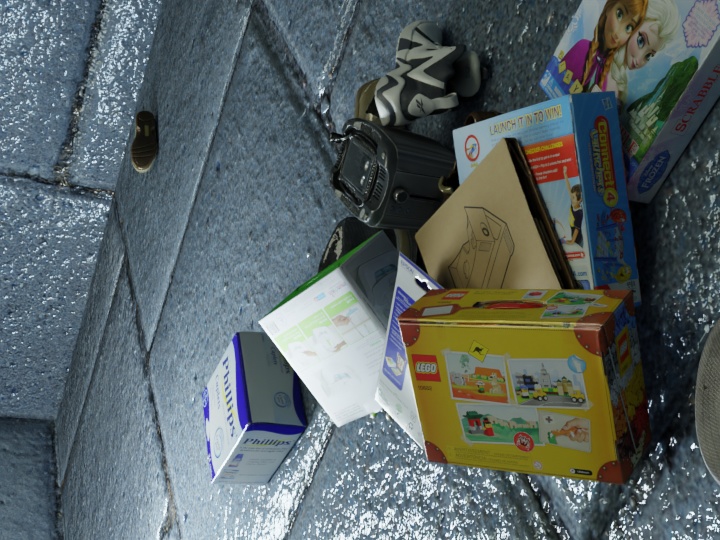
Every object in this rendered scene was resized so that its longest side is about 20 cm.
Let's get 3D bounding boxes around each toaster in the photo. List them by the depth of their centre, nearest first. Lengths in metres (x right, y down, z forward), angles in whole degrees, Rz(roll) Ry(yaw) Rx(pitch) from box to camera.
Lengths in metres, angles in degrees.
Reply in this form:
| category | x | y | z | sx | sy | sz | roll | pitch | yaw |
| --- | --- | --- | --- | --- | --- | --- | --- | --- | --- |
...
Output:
| category | x | y | z | sx | sy | sz | roll | pitch | yaw |
| --- | --- | --- | --- | --- | --- | --- | --- | --- | --- |
| toaster | 0.045 | -0.121 | 1.290 | 0.200 | 0.128 | 0.115 | 46 | 123 | 58 |

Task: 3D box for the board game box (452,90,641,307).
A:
| category | x | y | z | sx | sy | sz | roll | pitch | yaw |
| --- | --- | --- | --- | --- | --- | --- | --- | --- | --- |
| board game box | 0.176 | -0.058 | 0.989 | 0.199 | 0.055 | 0.198 | -4 | 94 | 63 |

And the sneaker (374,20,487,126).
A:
| category | x | y | z | sx | sy | sz | roll | pitch | yaw |
| --- | --- | --- | --- | --- | --- | --- | --- | --- | --- |
| sneaker | 0.106 | -0.257 | 1.279 | 0.200 | 0.128 | 0.080 | -59 | -39 | -48 |

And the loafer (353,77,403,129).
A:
| category | x | y | z | sx | sy | sz | roll | pitch | yaw |
| --- | --- | --- | --- | --- | --- | --- | --- | --- | --- |
| loafer | 0.023 | -0.187 | 1.418 | 0.067 | 0.075 | 0.202 | 135 | 137 | -61 |

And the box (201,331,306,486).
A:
| category | x | y | z | sx | sy | sz | roll | pitch | yaw |
| --- | --- | --- | --- | --- | --- | --- | --- | --- | --- |
| box | -0.184 | 0.233 | 1.702 | 0.201 | 0.104 | 0.185 | -57 | 36 | 41 |

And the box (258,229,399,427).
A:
| category | x | y | z | sx | sy | sz | roll | pitch | yaw |
| --- | --- | --- | --- | --- | --- | --- | --- | --- | --- |
| box | -0.002 | 0.079 | 1.244 | 0.177 | 0.097 | 0.200 | 52 | 139 | -4 |

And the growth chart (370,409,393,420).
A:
| category | x | y | z | sx | sy | sz | roll | pitch | yaw |
| --- | --- | --- | --- | --- | --- | --- | --- | --- | --- |
| growth chart | 0.018 | 0.131 | 1.405 | 0.200 | 0.018 | 0.147 | -155 | 74 | -65 |

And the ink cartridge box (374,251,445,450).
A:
| category | x | y | z | sx | sy | sz | roll | pitch | yaw |
| --- | --- | --- | --- | --- | --- | --- | --- | --- | --- |
| ink cartridge box | 0.068 | 0.084 | 1.079 | 0.099 | 0.039 | 0.202 | 43 | 137 | 41 |

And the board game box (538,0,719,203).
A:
| category | x | y | z | sx | sy | sz | roll | pitch | yaw |
| --- | --- | --- | --- | --- | --- | --- | --- | --- | --- |
| board game box | 0.264 | -0.204 | 0.951 | 0.201 | 0.041 | 0.201 | -65 | 31 | 33 |

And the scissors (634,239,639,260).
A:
| category | x | y | z | sx | sy | sz | roll | pitch | yaw |
| --- | --- | --- | --- | --- | --- | --- | --- | --- | --- |
| scissors | 0.223 | -0.046 | 1.024 | 0.074 | 0.014 | 0.201 | -66 | 30 | 31 |

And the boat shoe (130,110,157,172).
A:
| category | x | y | z | sx | sy | sz | roll | pitch | yaw |
| --- | --- | --- | --- | --- | --- | --- | --- | --- | --- |
| boat shoe | -0.599 | -0.345 | 2.816 | 0.076 | 0.071 | 0.202 | 110 | 163 | -56 |

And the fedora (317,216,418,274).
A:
| category | x | y | z | sx | sy | sz | roll | pitch | yaw |
| --- | --- | --- | --- | --- | --- | --- | --- | --- | --- |
| fedora | 0.000 | 0.000 | 1.366 | 0.200 | 0.091 | 0.203 | -42 | 40 | 48 |

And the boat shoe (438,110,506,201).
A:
| category | x | y | z | sx | sy | sz | roll | pitch | yaw |
| --- | --- | --- | --- | --- | --- | --- | --- | --- | --- |
| boat shoe | 0.121 | -0.091 | 1.183 | 0.075 | 0.074 | 0.204 | 46 | 124 | 59 |

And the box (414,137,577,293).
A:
| category | x | y | z | sx | sy | sz | roll | pitch | yaw |
| --- | --- | --- | --- | --- | --- | --- | --- | --- | --- |
| box | 0.127 | -0.011 | 1.010 | 0.200 | 0.021 | 0.165 | -49 | 55 | 56 |

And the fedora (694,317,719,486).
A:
| category | x | y | z | sx | sy | sz | roll | pitch | yaw |
| --- | --- | --- | --- | --- | --- | --- | --- | --- | --- |
| fedora | 0.330 | 0.091 | 0.667 | 0.199 | 0.089 | 0.179 | -10 | 75 | 57 |

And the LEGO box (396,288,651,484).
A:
| category | x | y | z | sx | sy | sz | roll | pitch | yaw |
| --- | --- | --- | --- | --- | --- | --- | --- | --- | --- |
| LEGO box | 0.146 | 0.098 | 0.909 | 0.198 | 0.077 | 0.151 | 0 | 111 | 34 |
